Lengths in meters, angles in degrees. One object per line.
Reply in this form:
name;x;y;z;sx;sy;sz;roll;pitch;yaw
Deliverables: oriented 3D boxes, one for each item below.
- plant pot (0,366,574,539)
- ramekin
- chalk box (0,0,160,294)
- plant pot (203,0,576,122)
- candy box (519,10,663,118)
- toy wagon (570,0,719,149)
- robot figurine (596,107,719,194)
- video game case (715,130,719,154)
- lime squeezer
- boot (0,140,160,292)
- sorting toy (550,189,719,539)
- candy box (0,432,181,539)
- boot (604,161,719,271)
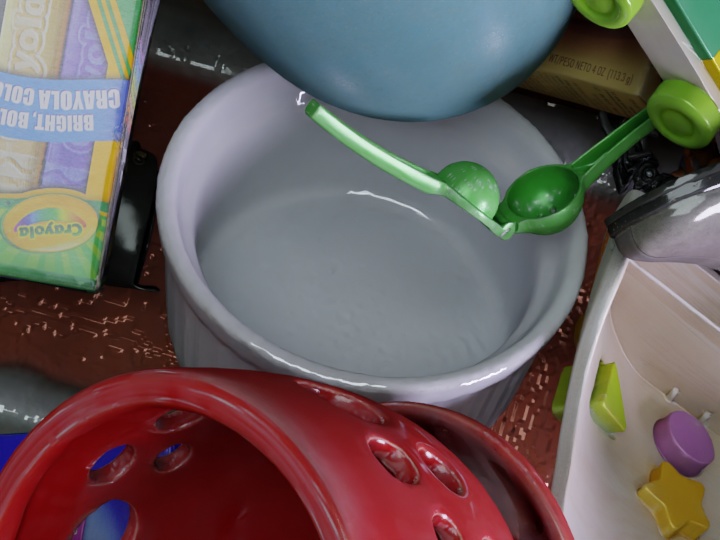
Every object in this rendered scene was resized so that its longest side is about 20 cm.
plant pot;-0.025;0.140;0.682;0.199;0.182;0.202;-4;83;34
ramekin;0.000;0.000;0.842;0.199;0.098;0.202;5;52;-7
chalk box;-0.169;-0.055;0.821;0.123;0.124;0.202;11;88;-6
plant pot;0.015;-0.161;0.781;0.199;0.161;0.202;-12;55;17
candy box;0.076;-0.157;0.888;0.199;0.056;0.117;20;87;27
toy wagon;0.174;-0.125;0.774;0.155;0.039;0.200;-51;119;-22
robot figurine;0.178;-0.109;0.914;0.144;0.058;0.201;-22;77;-3
video game case;0.247;-0.109;0.860;0.199;0.023;0.183;-26;105;-24
lime squeezer;0.065;-0.045;0.777;0.199;0.071;0.038;-6;47;-25
boot;-0.160;-0.088;0.917;0.137;0.077;0.202;7;91;-1
sorting toy;0.150;0.101;0.793;0.199;0.107;0.181;36;47;-10
candy box;-0.160;0.161;0.826;0.198;0.077;0.171;-4;78;21
boot;0.205;0.017;0.773;0.199;0.068;0.132;-4;76;-31
